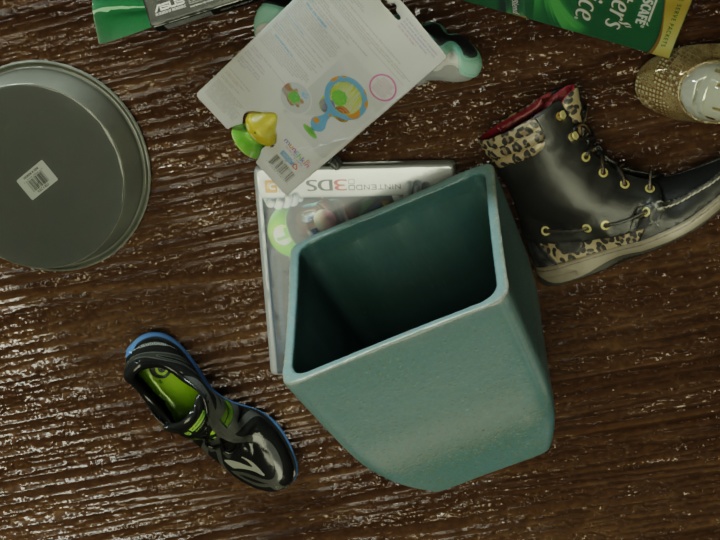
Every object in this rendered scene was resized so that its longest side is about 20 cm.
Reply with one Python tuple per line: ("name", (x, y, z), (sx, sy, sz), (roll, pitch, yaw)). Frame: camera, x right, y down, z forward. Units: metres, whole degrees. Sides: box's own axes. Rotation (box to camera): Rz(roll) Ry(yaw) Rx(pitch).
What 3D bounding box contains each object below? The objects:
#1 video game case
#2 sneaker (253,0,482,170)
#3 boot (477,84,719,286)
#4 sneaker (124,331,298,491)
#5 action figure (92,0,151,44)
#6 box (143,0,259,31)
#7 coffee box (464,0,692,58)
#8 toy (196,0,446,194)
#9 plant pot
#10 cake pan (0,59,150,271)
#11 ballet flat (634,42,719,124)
("video game case", (0.000, 0.000, 1.403), (0.181, 0.023, 0.201), (-1, 109, 9))
("sneaker", (0.000, -0.150, 1.328), (0.199, 0.078, 0.141), (14, 113, 14))
("boot", (0.209, -0.088, 1.315), (0.199, 0.073, 0.151), (-25, 104, 25))
("sneaker", (-0.145, 0.142, 1.444), (0.199, 0.083, 0.071), (42, 110, -7))
("action figure", (-0.127, -0.259, 1.309), (0.199, 0.055, 0.119), (-5, 91, 4))
("box", (-0.098, -0.301, 1.260), (0.199, 0.044, 0.161), (-18, 93, 0))
("coffee box", (0.173, -0.248, 1.244), (0.199, 0.044, 0.123), (17, 148, 3))
("toy", (-0.030, -0.164, 1.265), (0.200, 0.047, 0.115), (-39, 97, 30))
("plant pot", (0.069, 0.070, 1.309), (0.195, 0.196, 0.200), (-23, 122, 15))
("cake pan", (-0.291, -0.089, 1.409), (0.199, 0.037, 0.202), (3, 110, 7))
("ballet flat", (0.328, -0.149, 1.278), (0.199, 0.065, 0.071), (1, 110, 8))
